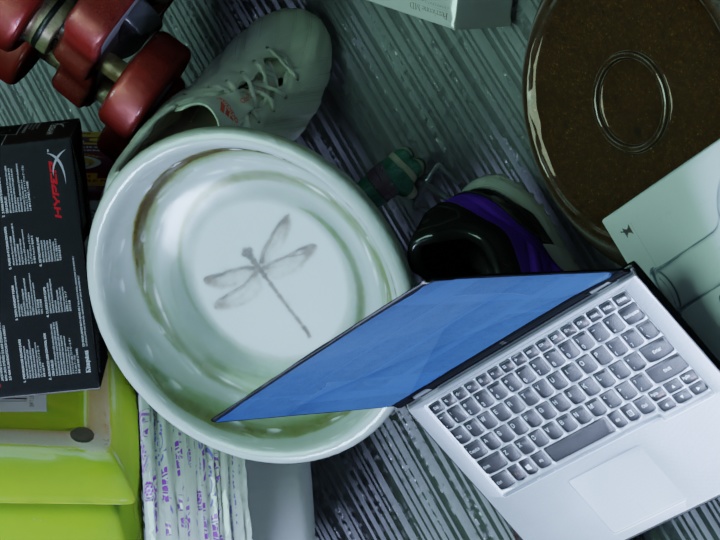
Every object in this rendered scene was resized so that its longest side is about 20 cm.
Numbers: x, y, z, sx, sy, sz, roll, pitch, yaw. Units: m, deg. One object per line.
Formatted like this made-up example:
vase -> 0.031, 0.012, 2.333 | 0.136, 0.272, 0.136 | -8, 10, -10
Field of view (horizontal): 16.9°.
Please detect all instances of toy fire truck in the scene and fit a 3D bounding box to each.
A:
toy fire truck -> -0.134, -0.168, 1.444 | 0.112, 0.168, 0.200 | 35, 169, -1

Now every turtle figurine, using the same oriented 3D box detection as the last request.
turtle figurine -> 0.000, 0.000, 1.423 | 0.200, 0.100, 0.150 | 27, 118, 49

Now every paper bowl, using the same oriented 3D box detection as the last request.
paper bowl -> -0.084, 0.140, 1.499 | 0.201, 0.104, 0.202 | 176, 90, -86

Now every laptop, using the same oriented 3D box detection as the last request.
laptop -> 0.069, 0.082, 1.195 | 0.200, 0.116, 0.187 | 49, 137, -8

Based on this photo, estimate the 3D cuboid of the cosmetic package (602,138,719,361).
cosmetic package -> 0.226, 0.022, 1.173 | 0.151, 0.052, 0.201 | -38, 81, 48

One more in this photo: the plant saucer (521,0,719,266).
plant saucer -> 0.151, -0.089, 1.273 | 0.200, 0.034, 0.201 | 13, 108, 46

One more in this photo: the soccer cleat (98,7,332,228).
soccer cleat -> -0.079, -0.090, 1.423 | 0.069, 0.200, 0.078 | 36, 153, 9

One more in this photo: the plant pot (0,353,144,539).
plant pot -> -0.233, 0.135, 1.570 | 0.200, 0.198, 0.182 | -99, 15, -53

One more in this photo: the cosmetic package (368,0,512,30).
cosmetic package -> 0.006, -0.201, 1.401 | 0.200, 0.050, 0.083 | 24, 116, 44

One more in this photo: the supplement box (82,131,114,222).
supplement box -> -0.194, -0.024, 1.539 | 0.200, 0.130, 0.104 | -110, 20, -77

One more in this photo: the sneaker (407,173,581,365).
sneaker -> 0.098, 0.040, 1.289 | 0.200, 0.099, 0.070 | 45, 125, 15

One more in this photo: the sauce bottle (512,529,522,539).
sauce bottle -> 0.119, 0.165, 1.340 | 0.066, 0.066, 0.201 | -23, 82, 49

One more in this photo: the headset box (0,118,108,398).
headset box -> -0.254, -0.001, 1.400 | 0.077, 0.199, 0.150 | -96, 0, -78

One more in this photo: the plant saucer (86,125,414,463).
plant saucer -> -0.054, 0.008, 1.349 | 0.199, 0.050, 0.201 | 10, 117, 20
